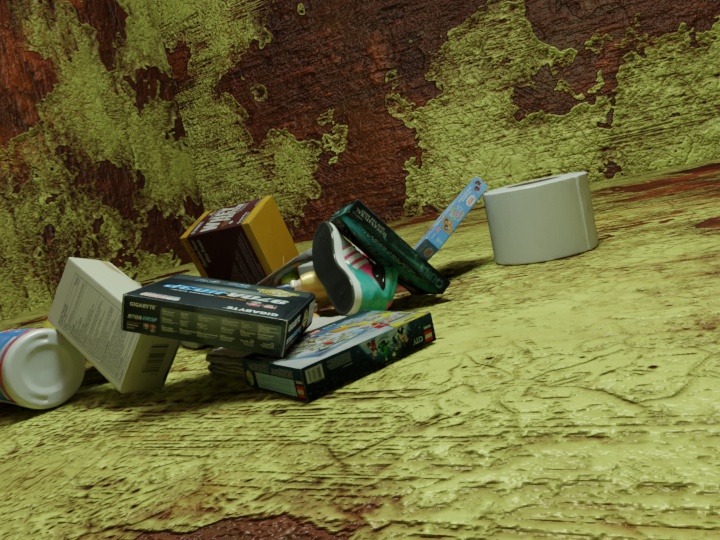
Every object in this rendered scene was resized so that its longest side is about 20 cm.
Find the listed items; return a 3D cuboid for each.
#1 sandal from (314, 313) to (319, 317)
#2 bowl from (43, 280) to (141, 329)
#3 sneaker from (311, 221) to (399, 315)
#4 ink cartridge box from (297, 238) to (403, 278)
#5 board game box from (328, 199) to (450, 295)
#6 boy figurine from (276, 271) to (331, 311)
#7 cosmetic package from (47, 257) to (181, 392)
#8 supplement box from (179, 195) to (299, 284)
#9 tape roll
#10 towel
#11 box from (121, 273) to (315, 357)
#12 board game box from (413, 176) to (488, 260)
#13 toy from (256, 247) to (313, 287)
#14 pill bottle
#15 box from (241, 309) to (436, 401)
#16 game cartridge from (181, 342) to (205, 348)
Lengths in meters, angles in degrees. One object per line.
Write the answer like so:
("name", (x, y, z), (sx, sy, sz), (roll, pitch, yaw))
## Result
("sandal", (-0.170, 0.070, 1.018), (0.204, 0.060, 0.079), (-3, 10, -3))
("bowl", (-0.415, 0.071, 1.044), (0.197, 0.109, 0.200), (6, -13, 1))
("sneaker", (0.000, 0.000, 1.017), (0.120, 0.084, 0.201), (13, 36, -33))
("ink cartridge box", (-0.008, 0.001, 1.255), (0.145, 0.084, 0.199), (-8, 9, 31))
("board game box", (0.043, -0.032, 1.023), (0.028, 0.200, 0.135), (-52, 11, -12))
("boy figurine", (-0.076, 0.042, 1.094), (0.197, 0.065, 0.125), (-11, -26, 7))
("cosmetic package", (-0.337, 0.071, 0.858), (0.199, 0.106, 0.071), (32, 12, 32))
("supplement box", (-0.279, -0.045, 1.490), (0.198, 0.199, 0.133), (-10, 30, 25))
("tape roll", (0.346, -0.102, 1.210), (0.200, 0.141, 0.203), (-13, 7, 2))
("towel", (-0.108, 0.101, 0.879), (0.199, 0.035, 0.132), (-19, 11, -42))
("box", (-0.168, 0.050, 0.779), (0.197, 0.047, 0.159), (8, 10, 7))
("board game box", (0.158, -0.080, 1.228), (0.200, 0.037, 0.151), (-50, -1, -32))
("toy", (-0.147, 0.025, 1.308), (0.199, 0.048, 0.115), (-29, -14, 15))
("pill bottle", (-0.502, 0.142, 0.930), (0.199, 0.114, 0.112), (-5, 10, 43))
("box", (-0.025, 0.095, 0.757), (0.199, 0.038, 0.136), (-19, 9, -36))
("game cartridge", (-0.269, 0.101, 1.151), (0.132, 0.042, 0.200), (-20, 10, -20))
